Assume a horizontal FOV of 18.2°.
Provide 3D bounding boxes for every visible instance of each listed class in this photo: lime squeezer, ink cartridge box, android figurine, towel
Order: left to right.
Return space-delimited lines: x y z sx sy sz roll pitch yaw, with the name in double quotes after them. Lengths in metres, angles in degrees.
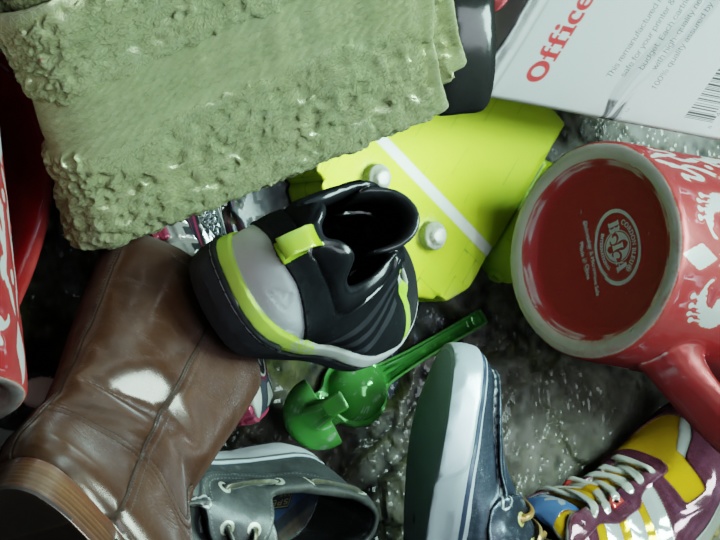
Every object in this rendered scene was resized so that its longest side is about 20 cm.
-0.049 -0.097 0.946 0.200 0.036 0.149 -26 133 -14 "towel"
0.000 0.055 1.115 0.038 0.071 0.200 45 23 10 "lime squeezer"
0.035 -0.067 1.158 0.182 0.041 0.200 46 61 -27 "android figurine"
0.150 -0.151 1.126 0.200 0.085 0.146 6 129 -36 "ink cartridge box"

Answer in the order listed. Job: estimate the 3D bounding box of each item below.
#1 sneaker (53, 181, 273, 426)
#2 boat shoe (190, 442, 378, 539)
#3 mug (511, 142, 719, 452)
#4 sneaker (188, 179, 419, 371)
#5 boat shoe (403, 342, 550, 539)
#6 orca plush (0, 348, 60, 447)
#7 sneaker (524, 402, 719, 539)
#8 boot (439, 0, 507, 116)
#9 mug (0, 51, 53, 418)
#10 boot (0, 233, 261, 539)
-0.082 -0.021 1.041 0.075 0.081 0.200 -30 106 -40 "sneaker"
-0.061 0.117 1.017 0.200 0.057 0.069 -9 117 -58 "boat shoe"
0.194 0.013 1.166 0.200 0.178 0.134 11 121 -47 "mug"
0.000 0.000 1.011 0.072 0.083 0.200 61 20 7 "sneaker"
0.070 0.136 1.115 0.091 0.071 0.201 4 98 -11 "boat shoe"
-0.164 0.066 1.003 0.200 0.071 0.105 -1 134 -32 "orca plush"
0.131 0.135 1.203 0.090 0.075 0.200 50 60 -31 "sneaker"
-0.007 -0.160 1.033 0.144 0.072 0.200 -16 99 -16 "boot"
-0.181 -0.038 0.892 0.177 0.133 0.200 0 69 -33 "mug"
-0.066 0.094 0.935 0.187 0.064 0.200 53 25 -19 "boot"
